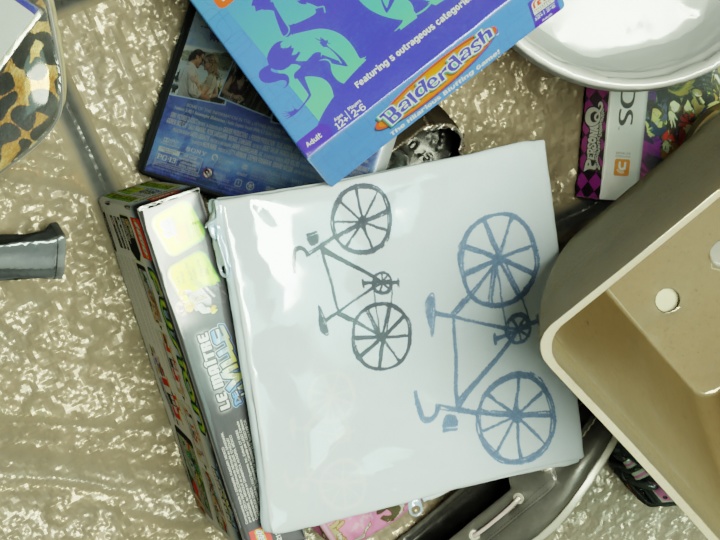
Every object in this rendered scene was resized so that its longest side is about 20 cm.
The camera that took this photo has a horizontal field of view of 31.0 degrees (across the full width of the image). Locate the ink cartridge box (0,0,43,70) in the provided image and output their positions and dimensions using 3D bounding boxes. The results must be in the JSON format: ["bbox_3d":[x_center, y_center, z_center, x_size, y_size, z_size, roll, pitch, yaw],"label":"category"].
[{"bbox_3d":[-0.289,-0.098,0.630,0.197,0.047,0.200,36,80,0],"label":"ink cartridge box"}]

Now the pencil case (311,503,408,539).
[{"bbox_3d":[0.040,0.085,0.774,0.200,0.083,0.087,-35,103,-4],"label":"pencil case"}]

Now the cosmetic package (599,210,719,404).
[{"bbox_3d":[0.242,0.029,0.798,0.200,0.073,0.104,5,106,-4],"label":"cosmetic package"}]

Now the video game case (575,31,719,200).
[{"bbox_3d":[0.244,-0.133,0.874,0.200,0.036,0.182,3,96,-22],"label":"video game case"}]

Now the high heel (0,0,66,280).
[{"bbox_3d":[-0.228,-0.084,0.670,0.142,0.071,0.200,-4,103,-23],"label":"high heel"}]

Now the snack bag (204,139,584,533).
[{"bbox_3d":[0.024,0.038,0.698,0.200,0.021,0.189,-12,100,-19],"label":"snack bag"}]

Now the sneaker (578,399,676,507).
[{"bbox_3d":[0.193,0.115,0.859,0.200,0.080,0.087,17,100,-16],"label":"sneaker"}]

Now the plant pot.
[{"bbox_3d":[0.212,0.015,0.662,0.200,0.177,0.200,-41,103,10],"label":"plant pot"}]

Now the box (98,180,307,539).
[{"bbox_3d":[-0.089,0.052,0.719,0.035,0.110,0.200,-20,103,-19],"label":"box"}]

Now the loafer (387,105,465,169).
[{"bbox_3d":[-0.010,-0.019,0.740,0.073,0.071,0.200,35,84,-19],"label":"loafer"}]

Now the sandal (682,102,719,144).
[{"bbox_3d":[0.235,-0.012,0.849,0.080,0.054,0.200,-5,120,-18],"label":"sandal"}]

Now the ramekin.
[{"bbox_3d":[0.152,-0.205,0.764,0.200,0.105,0.201,0,95,2],"label":"ramekin"}]

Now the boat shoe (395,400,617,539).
[{"bbox_3d":[0.080,0.144,0.796,0.057,0.067,0.200,38,105,-8],"label":"boat shoe"}]

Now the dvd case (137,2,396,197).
[{"bbox_3d":[-0.033,-0.130,0.725,0.142,0.018,0.200,17,89,21],"label":"dvd case"}]

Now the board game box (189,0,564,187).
[{"bbox_3d":[-0.015,-0.167,0.679,0.152,0.045,0.200,-38,66,3],"label":"board game box"}]
